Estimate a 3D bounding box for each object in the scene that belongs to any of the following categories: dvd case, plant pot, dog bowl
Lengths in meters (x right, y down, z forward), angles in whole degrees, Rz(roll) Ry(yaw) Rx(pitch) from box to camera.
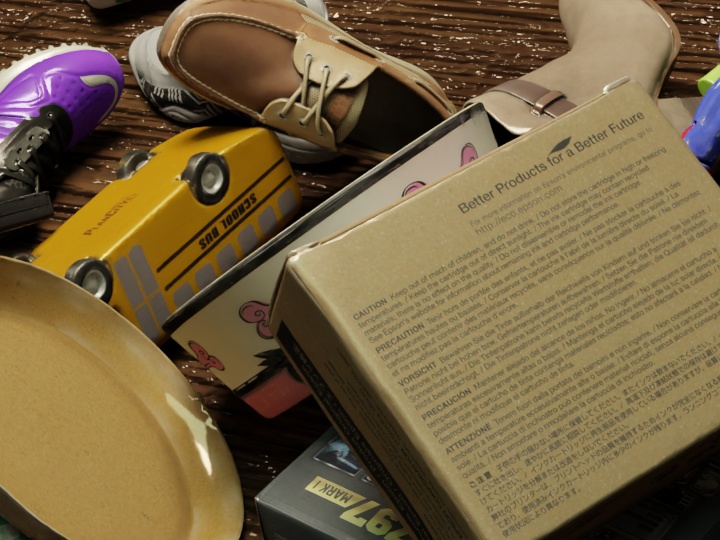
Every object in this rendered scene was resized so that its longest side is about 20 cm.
[{"bbox_3d":[-0.287,-0.004,1.184,0.200,0.018,0.143,-13,4,38],"label":"dvd case"},{"bbox_3d":[-0.142,0.075,1.036,0.027,0.200,0.200,-46,29,22],"label":"plant pot"},{"bbox_3d":[0.000,0.000,1.087,0.200,0.074,0.200,-35,0,0],"label":"dog bowl"}]

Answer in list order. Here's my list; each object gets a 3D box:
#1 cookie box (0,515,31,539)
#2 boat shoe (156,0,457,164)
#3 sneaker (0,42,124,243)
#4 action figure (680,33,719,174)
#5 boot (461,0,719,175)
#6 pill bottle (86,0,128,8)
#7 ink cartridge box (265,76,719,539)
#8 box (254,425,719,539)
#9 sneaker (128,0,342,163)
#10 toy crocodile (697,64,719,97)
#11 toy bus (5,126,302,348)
[{"bbox_3d":[-0.251,0.168,0.999,0.200,0.075,0.171,-24,37,-16],"label":"cookie box"},{"bbox_3d":[-0.022,-0.108,1.238,0.200,0.076,0.072,14,16,-29],"label":"boat shoe"},{"bbox_3d":[-0.217,-0.064,1.318,0.200,0.070,0.100,-33,48,-21],"label":"sneaker"},{"bbox_3d":[0.211,-0.062,1.151,0.099,0.200,0.065,31,7,-1],"label":"action figure"},{"bbox_3d":[0.124,-0.103,1.254,0.146,0.070,0.200,-14,44,-26],"label":"boot"},{"bbox_3d":[-0.114,-0.268,1.520,0.200,0.113,0.113,-19,37,-10],"label":"pill bottle"},{"bbox_3d":[0.085,0.030,0.953,0.200,0.075,0.165,-28,72,-22],"label":"ink cartridge box"},{"bbox_3d":[0.075,0.113,1.009,0.200,0.051,0.158,20,46,35],"label":"box"},{"bbox_3d":[-0.080,-0.148,1.347,0.075,0.115,0.200,-35,42,-30],"label":"sneaker"},{"bbox_3d":[0.276,-0.072,1.183,0.067,0.062,0.200,-33,51,-27],"label":"toy crocodile"},{"bbox_3d":[-0.121,-0.012,1.199,0.065,0.078,0.200,4,37,39],"label":"toy bus"}]
